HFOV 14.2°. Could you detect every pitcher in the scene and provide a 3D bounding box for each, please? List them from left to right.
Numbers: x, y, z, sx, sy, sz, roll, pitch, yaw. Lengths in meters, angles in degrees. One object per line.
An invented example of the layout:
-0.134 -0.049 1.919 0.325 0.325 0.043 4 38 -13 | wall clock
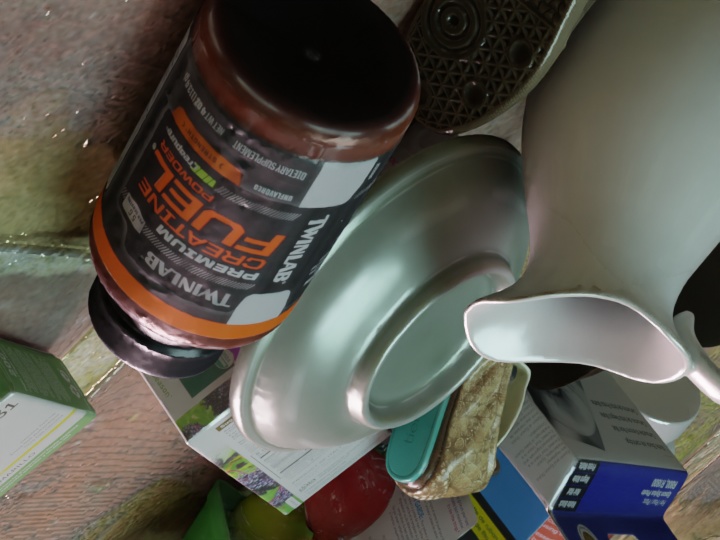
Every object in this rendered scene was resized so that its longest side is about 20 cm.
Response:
0.156 -0.036 1.409 0.121 0.171 0.200 121 -11 -64 | pitcher

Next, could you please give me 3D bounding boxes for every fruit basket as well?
-0.017 0.162 1.714 0.200 0.185 0.094 -37 120 11 | fruit basket

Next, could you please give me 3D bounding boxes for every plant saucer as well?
0.024 0.025 1.445 0.200 0.050 0.200 -36 153 -21 | plant saucer

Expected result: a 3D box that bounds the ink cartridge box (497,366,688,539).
0.129 0.097 1.754 0.041 0.200 0.200 -43 159 16 | ink cartridge box

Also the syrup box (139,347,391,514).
-0.056 0.061 1.552 0.081 0.079 0.200 -37 159 3 | syrup box

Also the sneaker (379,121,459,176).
0.000 0.000 1.540 0.099 0.078 0.200 -20 146 -22 | sneaker

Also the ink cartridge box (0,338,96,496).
-0.228 0.085 1.375 0.145 0.048 0.200 -39 162 8 | ink cartridge box

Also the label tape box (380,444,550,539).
0.040 0.152 1.804 0.200 0.144 0.063 -48 157 27 | label tape box

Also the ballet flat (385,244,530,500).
0.072 0.034 1.618 0.065 0.070 0.200 16 96 -35 | ballet flat

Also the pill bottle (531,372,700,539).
0.144 0.133 1.978 0.112 0.112 0.200 -14 150 -46 | pill bottle

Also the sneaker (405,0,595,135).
0.097 -0.141 1.382 0.075 0.070 0.200 -18 154 -52 | sneaker

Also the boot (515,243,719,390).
0.188 0.006 1.734 0.186 0.064 0.200 -18 -175 17 | boot

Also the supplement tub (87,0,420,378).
-0.057 -0.036 1.304 0.107 0.107 0.200 -18 152 -40 | supplement tub
